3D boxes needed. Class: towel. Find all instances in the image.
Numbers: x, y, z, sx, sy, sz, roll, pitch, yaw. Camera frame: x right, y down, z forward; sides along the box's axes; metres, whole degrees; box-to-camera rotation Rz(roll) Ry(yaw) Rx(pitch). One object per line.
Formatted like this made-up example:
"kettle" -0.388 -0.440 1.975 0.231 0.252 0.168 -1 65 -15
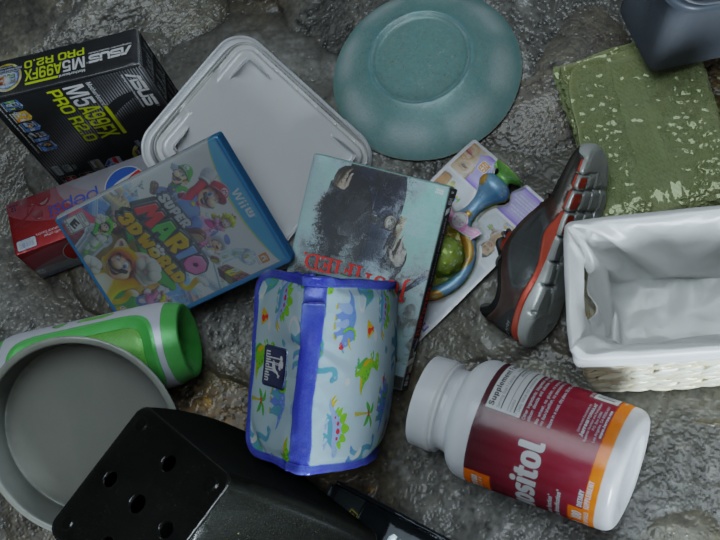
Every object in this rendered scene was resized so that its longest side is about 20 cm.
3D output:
"towel" 0.279 -0.137 1.447 0.148 0.037 0.201 -16 65 6

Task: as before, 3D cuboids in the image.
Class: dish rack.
"dish rack" -0.097 -0.116 1.467 0.200 0.044 0.172 41 81 -13

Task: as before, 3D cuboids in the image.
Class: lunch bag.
"lunch bag" -0.035 0.086 1.317 0.127 0.200 0.171 4 91 4

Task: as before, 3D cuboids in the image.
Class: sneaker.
"sneaker" 0.165 -0.033 1.396 0.082 0.077 0.201 24 93 32

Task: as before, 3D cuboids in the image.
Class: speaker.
"speaker" -0.261 0.089 1.461 0.199 0.088 0.089 -13 66 10

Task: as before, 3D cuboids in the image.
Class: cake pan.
"cake pan" -0.262 0.155 1.413 0.199 0.037 0.201 2 103 8

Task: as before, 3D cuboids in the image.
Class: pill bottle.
"pill bottle" 0.147 0.148 1.325 0.199 0.113 0.113 18 74 20

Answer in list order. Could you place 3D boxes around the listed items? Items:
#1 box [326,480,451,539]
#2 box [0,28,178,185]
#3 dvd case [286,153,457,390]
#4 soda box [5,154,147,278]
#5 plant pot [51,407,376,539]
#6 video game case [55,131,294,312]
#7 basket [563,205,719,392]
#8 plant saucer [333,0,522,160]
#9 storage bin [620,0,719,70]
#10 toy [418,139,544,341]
"box" -0.001 0.313 1.331 0.159 0.046 0.200 25 76 22
"box" -0.263 -0.157 1.497 0.160 0.200 0.044 -11 65 8
"dvd case" 0.000 0.000 1.431 0.146 0.022 0.201 16 96 18
"soda box" -0.257 -0.062 1.530 0.199 0.070 0.064 -19 65 6
"plant pot" -0.146 0.234 1.296 0.199 0.177 0.200 32 83 41
"video game case" -0.182 -0.033 1.452 0.200 0.018 0.143 -24 106 22
"basket" 0.288 0.029 1.331 0.199 0.123 0.136 -5 67 11
"plant saucer" 0.065 -0.211 1.528 0.200 0.039 0.202 -5 67 11
"storage bin" 0.341 -0.279 1.410 0.199 0.134 0.146 -13 64 -16
"toy" 0.076 -0.033 1.449 0.200 0.047 0.115 -43 64 -6
